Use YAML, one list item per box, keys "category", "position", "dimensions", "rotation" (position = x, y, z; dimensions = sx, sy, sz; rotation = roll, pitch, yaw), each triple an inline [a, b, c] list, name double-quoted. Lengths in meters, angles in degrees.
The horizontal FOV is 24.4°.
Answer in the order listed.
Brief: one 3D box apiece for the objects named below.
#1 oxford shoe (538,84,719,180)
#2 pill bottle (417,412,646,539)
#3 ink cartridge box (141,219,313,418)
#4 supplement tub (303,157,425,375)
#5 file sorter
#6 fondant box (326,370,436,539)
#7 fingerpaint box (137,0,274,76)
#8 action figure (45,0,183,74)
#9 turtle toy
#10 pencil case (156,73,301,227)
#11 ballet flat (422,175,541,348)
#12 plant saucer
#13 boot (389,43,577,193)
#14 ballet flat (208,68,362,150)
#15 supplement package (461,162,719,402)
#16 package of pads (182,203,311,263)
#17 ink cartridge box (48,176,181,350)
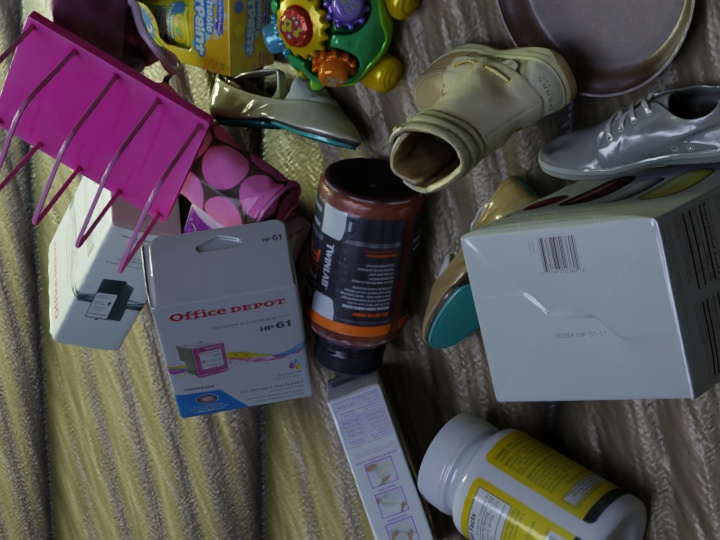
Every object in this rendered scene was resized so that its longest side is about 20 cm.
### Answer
- category: "oxford shoe"
  position: [0.236, -0.119, 1.387]
  dimensions: [0.198, 0.075, 0.058]
  rotation: [-7, 125, 36]
- category: "pill bottle"
  position: [0.158, 0.220, 1.563]
  dimensions: [0.199, 0.114, 0.115]
  rotation: [29, 124, 30]
- category: "ink cartridge box"
  position: [-0.129, 0.050, 1.643]
  dimensions: [0.201, 0.143, 0.085]
  rotation: [84, 175, -53]
- category: "supplement tub"
  position: [0.000, 0.000, 1.621]
  dimensions: [0.106, 0.107, 0.202]
  rotation: [26, 121, 31]
- category: "file sorter"
  position: [-0.268, -0.114, 1.566]
  dimensions: [0.199, 0.126, 0.139]
  rotation: [30, 131, -2]
- category: "fondant box"
  position: [0.024, 0.204, 1.656]
  dimensions: [0.058, 0.144, 0.202]
  rotation: [-20, 94, 1]
- category: "fingerpaint box"
  position: [-0.168, -0.313, 1.668]
  dimensions: [0.166, 0.073, 0.202]
  rotation: [20, 119, 35]
- category: "action figure"
  position: [-0.262, -0.291, 1.640]
  dimensions: [0.147, 0.134, 0.203]
  rotation: [-5, 78, 13]
- category: "turtle toy"
  position: [-0.027, -0.257, 1.548]
  dimensions: [0.145, 0.101, 0.202]
  rotation: [32, 125, 28]
- category: "pencil case"
  position: [-0.149, -0.109, 1.666]
  dimensions: [0.200, 0.093, 0.091]
  rotation: [40, 104, 18]
- category: "ballet flat"
  position: [0.113, -0.008, 1.561]
  dimensions: [0.201, 0.068, 0.063]
  rotation: [-54, 42, 37]
- category: "plant saucer"
  position: [0.200, -0.248, 1.401]
  dimensions: [0.199, 0.032, 0.203]
  rotation: [17, 117, 37]
- category: "boot"
  position: [0.075, -0.131, 1.454]
  dimensions: [0.199, 0.155, 0.073]
  rotation: [7, 129, 54]
- category: "ballet flat"
  position: [-0.075, -0.166, 1.657]
  dimensions: [0.199, 0.069, 0.070]
  rotation: [14, 115, 38]
- category: "supplement package"
  position: [0.225, 0.007, 1.363]
  dimensions: [0.190, 0.199, 0.149]
  rotation: [-4, 103, 41]
- category: "package of pads"
  position: [-0.139, 0.001, 1.764]
  dimensions: [0.120, 0.075, 0.201]
  rotation: [38, 128, 20]
- category: "ink cartridge box"
  position: [-0.272, -0.030, 1.821]
  dimensions: [0.201, 0.082, 0.148]
  rotation: [-54, 34, 40]
